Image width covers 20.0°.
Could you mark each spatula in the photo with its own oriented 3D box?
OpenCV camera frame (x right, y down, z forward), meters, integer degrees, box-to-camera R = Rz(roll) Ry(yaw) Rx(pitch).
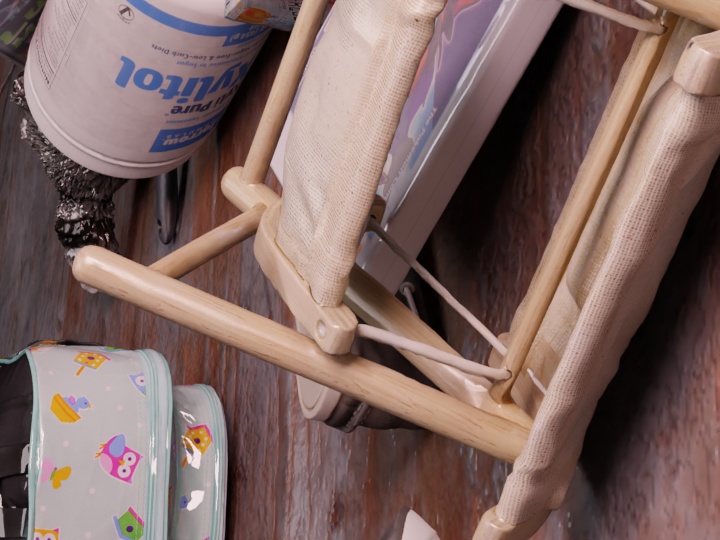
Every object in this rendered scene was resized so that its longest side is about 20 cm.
[{"bbox_3d":[-0.125,-0.118,1.393,0.056,0.020,0.202,176,101,-69],"label":"spatula"}]

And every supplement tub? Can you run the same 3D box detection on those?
[{"bbox_3d":[-0.120,-0.159,1.236,0.200,0.131,0.133,126,147,-55],"label":"supplement tub"}]

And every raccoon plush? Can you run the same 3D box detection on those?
[{"bbox_3d":[-0.174,-0.086,1.459,0.134,0.096,0.202,5,115,68],"label":"raccoon plush"}]

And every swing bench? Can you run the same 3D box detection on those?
[{"bbox_3d":[0.030,-0.046,0.723,0.130,0.199,0.200,-34,-29,-56],"label":"swing bench"}]

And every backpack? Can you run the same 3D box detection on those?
[{"bbox_3d":[-0.154,0.128,1.171,0.200,0.152,0.178,137,137,-75],"label":"backpack"}]

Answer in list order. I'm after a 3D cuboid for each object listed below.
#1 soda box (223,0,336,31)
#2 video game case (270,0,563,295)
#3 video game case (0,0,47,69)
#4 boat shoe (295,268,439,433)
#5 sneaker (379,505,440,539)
[{"bbox_3d":[-0.027,-0.232,1.106,0.068,0.063,0.202,153,125,-67],"label":"soda box"},{"bbox_3d":[0.026,-0.104,0.890,0.201,0.023,0.182,-60,25,15],"label":"video game case"},{"bbox_3d":[-0.166,-0.213,1.297,0.200,0.023,0.182,-45,-5,2],"label":"video game case"},{"bbox_3d":[0.000,0.000,0.958,0.201,0.057,0.067,-95,26,-47],"label":"boat shoe"},{"bbox_3d":[0.026,0.172,0.760,0.080,0.086,0.200,-50,-17,-24],"label":"sneaker"}]
